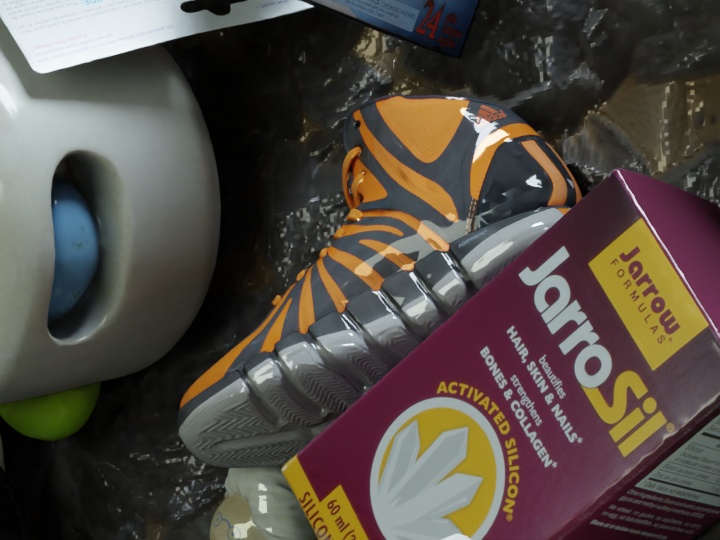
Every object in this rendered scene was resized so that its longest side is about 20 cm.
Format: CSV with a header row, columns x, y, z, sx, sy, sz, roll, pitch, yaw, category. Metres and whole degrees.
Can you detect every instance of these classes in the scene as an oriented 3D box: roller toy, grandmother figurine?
x,y,z,sx,sy,sz,roll,pitch,yaw,category
-0.169,-0.033,1.289,0.182,0.140,0.200,-44,67,43,roller toy
-0.069,0.174,1.250,0.121,0.061,0.200,29,101,29,grandmother figurine

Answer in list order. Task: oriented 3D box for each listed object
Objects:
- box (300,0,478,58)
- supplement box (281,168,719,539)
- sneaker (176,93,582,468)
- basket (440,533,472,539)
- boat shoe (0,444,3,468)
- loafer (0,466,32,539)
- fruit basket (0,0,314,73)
x,y,z,sx,sy,sz,roll,pitch,yaw,category
-0.001,-0.176,1.178,0.038,0.200,0.137,22,95,33,box
0.079,0.068,1.137,0.200,0.086,0.110,-43,57,23,supplement box
0.000,0.000,1.218,0.200,0.078,0.112,-30,54,6,sneaker
0.066,0.240,1.064,0.200,0.161,0.198,-50,55,18,basket
-0.203,0.112,1.348,0.067,0.057,0.200,-47,54,45,boat shoe
-0.182,0.152,1.255,0.071,0.073,0.200,-35,65,21,loafer
-0.109,-0.173,1.297,0.200,0.185,0.094,58,150,26,fruit basket
